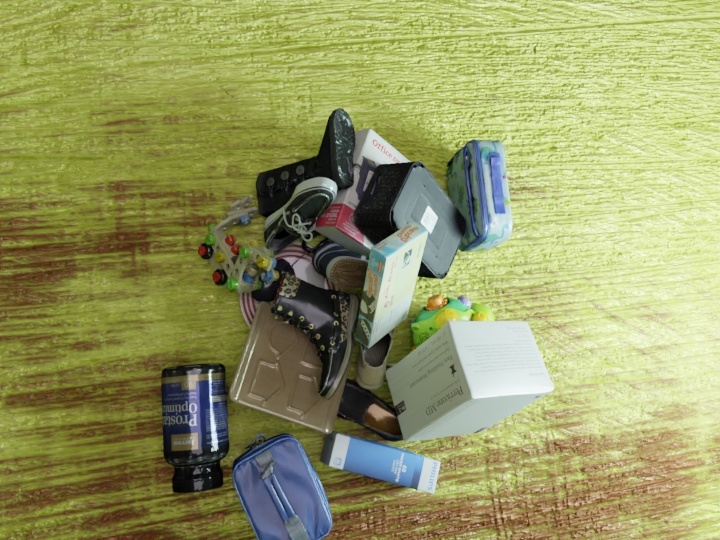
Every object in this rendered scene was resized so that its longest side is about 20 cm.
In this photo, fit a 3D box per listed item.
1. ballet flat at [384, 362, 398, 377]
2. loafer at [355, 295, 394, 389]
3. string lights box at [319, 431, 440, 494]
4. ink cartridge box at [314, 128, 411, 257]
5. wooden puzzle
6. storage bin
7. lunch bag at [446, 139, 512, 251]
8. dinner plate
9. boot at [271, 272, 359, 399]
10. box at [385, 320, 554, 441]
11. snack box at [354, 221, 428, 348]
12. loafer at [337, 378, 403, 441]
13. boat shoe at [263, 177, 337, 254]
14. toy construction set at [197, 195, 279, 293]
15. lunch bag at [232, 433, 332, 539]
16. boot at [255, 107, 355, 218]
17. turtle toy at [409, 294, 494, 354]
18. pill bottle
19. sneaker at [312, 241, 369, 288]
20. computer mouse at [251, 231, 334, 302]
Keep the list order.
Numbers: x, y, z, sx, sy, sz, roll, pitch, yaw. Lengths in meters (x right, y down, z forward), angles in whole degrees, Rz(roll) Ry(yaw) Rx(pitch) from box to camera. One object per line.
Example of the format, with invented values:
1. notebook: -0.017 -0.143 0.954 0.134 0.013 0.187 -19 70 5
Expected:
1. ballet flat: 0.129 0.228 1.202 0.199 0.069 0.070 41 74 -5
2. loafer: 0.031 0.117 1.168 0.074 0.069 0.204 8 59 -11
3. string lights box: 0.033 0.343 1.133 0.196 0.103 0.060 18 76 -9
4. ink cartridge box: 0.009 -0.143 1.192 0.144 0.083 0.204 30 72 -39
5. wooden puzzle: -0.119 0.174 1.120 0.197 0.046 0.189 23 62 -14
6. storage bin: 0.096 -0.090 1.157 0.200 0.093 0.137 44 64 -39
7. lunch bag: 0.233 -0.147 1.233 0.080 0.161 0.205 -3 82 -13
8. dinner plate: -0.130 0.048 1.187 0.195 0.024 0.205 2 81 -12
9. boot: -0.089 0.108 1.092 0.151 0.074 0.207 22 55 -13
10. box: 0.183 0.190 1.081 0.197 0.199 0.133 3 56 -34
11. snack box: 0.051 0.026 1.072 0.037 0.203 0.115 32 44 26
12. loafer: 0.006 0.251 1.158 0.197 0.072 0.074 26 77 -6
13. boat shoe: -0.111 -0.091 1.113 0.073 0.198 0.069 26 49 -37
14. toy construction set: -0.219 -0.042 1.122 0.091 0.131 0.202 16 37 -42
15. lunch bag: -0.137 0.375 1.073 0.134 0.132 0.203 -26 87 -16
16. boot: -0.106 -0.197 1.168 0.065 0.197 0.168 32 50 -44
17. turtle toy: 0.177 0.106 1.200 0.196 0.147 0.102 6 47 -29
18. pill bottle: -0.280 0.265 1.069 0.109 0.112 0.205 -3 81 -13
19. sneaker: 0.000 0.000 1.177 0.197 0.108 0.072 14 99 -38
20. computer mouse: -0.122 -0.013 1.170 0.199 0.034 0.059 -42 91 -17
